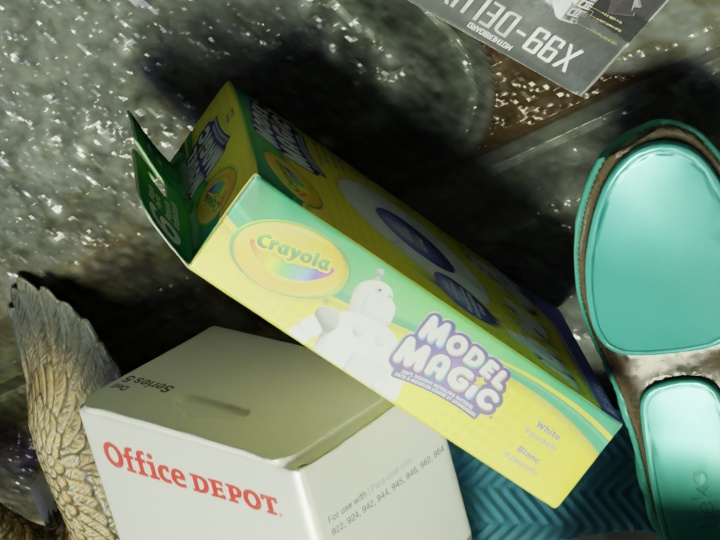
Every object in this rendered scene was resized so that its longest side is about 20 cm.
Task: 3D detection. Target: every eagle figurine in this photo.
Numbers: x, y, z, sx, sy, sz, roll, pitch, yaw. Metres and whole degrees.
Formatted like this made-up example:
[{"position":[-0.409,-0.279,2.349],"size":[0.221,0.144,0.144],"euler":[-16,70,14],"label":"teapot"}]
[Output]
[{"position":[-0.140,0.121,1.069],"size":[0.150,0.152,0.200],"euler":[8,150,44],"label":"eagle figurine"}]

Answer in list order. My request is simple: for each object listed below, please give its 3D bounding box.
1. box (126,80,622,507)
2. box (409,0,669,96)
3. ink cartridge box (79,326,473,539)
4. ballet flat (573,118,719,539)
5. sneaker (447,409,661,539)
[{"position":[0.000,0.000,0.882],"size":[0.199,0.117,0.048],"euler":[32,104,-19],"label":"box"},{"position":[0.031,-0.159,0.737],"size":[0.199,0.050,0.158],"euler":[27,140,-11],"label":"box"},{"position":[-0.022,0.136,0.978],"size":[0.145,0.084,0.201],"euler":[10,123,46],"label":"ink cartridge box"},{"position":[0.122,0.020,0.889],"size":[0.067,0.071,0.201],"euler":[-6,120,14],"label":"ballet flat"},{"position":[0.132,0.097,0.988],"size":[0.198,0.077,0.081],"euler":[3,164,9],"label":"sneaker"}]
